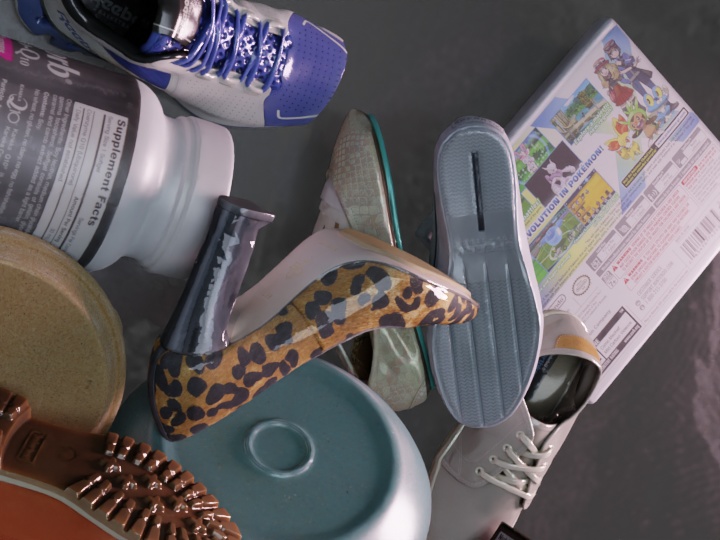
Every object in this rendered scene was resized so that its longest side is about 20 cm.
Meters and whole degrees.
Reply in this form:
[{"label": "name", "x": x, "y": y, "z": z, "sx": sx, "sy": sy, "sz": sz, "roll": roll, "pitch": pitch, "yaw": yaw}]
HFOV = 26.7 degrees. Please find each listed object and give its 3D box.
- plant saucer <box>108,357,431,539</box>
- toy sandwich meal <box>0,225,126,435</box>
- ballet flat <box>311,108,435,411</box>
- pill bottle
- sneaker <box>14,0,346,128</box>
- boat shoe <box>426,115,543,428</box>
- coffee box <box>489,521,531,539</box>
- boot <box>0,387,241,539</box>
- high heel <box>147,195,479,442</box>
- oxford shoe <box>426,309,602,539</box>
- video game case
[{"label": "plant saucer", "x": -0.051, "y": 0.113, "z": 0.888, "sx": 0.200, "sy": 0.200, "sz": 0.036, "roll": -4, "pitch": 139, "yaw": -21}, {"label": "toy sandwich meal", "x": -0.233, "y": 0.055, "z": 0.853, "sx": 0.205, "sy": 0.070, "sz": 0.205, "roll": -7, "pitch": 116, "yaw": -15}, {"label": "ballet flat", "x": 0.000, "y": 0.000, "z": 0.964, "sx": 0.062, "sy": 0.067, "sz": 0.200, "roll": -15, "pitch": 103, "yaw": -9}, {"label": "pill bottle", "x": -0.180, "y": -0.065, "z": 0.853, "sx": 0.200, "sy": 0.116, "sz": 0.116, "roll": 16, "pitch": 92, "yaw": -24}, {"label": "sneaker", "x": -0.097, "y": -0.133, "z": 0.876, "sx": 0.199, "sy": 0.115, "sz": 0.081, "roll": 18, "pitch": 92, "yaw": -23}, {"label": "boat shoe", "x": 0.080, "y": -0.002, "z": 0.970, "sx": 0.073, "sy": 0.067, "sz": 0.200, "roll": 2, "pitch": 106, "yaw": 3}, {"label": "coffee box", "x": 0.091, "y": 0.286, "z": 1.015, "sx": 0.200, "sy": 0.080, "sz": 0.114, "roll": -55, "pitch": 137, "yaw": -6}, {"label": "boot", "x": -0.163, "y": 0.140, "z": 0.813, "sx": 0.200, "sy": 0.075, "sz": 0.107, "roll": 23, "pitch": 112, "yaw": 2}, {"label": "high heel", "x": -0.027, "y": 0.046, "z": 0.892, "sx": 0.200, "sy": 0.071, "sz": 0.143, "roll": 17, "pitch": 100, "yaw": -34}, {"label": "oxford shoe", "x": 0.100, "y": 0.121, "z": 1.016, "sx": 0.075, "sy": 0.058, "sz": 0.200, "roll": 22, "pitch": 101, "yaw": -24}, {"label": "video game case", "x": 0.162, "y": -0.039, "z": 1.045, "sx": 0.182, "sy": 0.022, "sz": 0.200, "roll": 44, "pitch": 82, "yaw": -21}]
